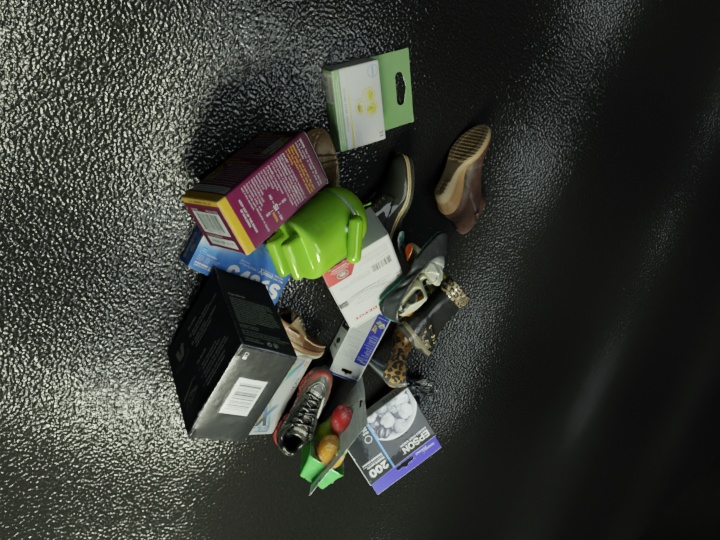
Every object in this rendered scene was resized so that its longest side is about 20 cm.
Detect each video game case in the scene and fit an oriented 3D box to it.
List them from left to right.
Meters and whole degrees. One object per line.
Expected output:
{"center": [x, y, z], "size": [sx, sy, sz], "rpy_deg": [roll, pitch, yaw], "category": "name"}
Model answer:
{"center": [-0.188, 0.239, 1.254], "size": [0.186, 0.022, 0.199], "rpy_deg": [-62, 153, 2], "category": "video game case"}

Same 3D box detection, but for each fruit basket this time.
{"center": [-0.044, 0.345, 1.332], "size": [0.093, 0.186, 0.201], "rpy_deg": [39, 102, -15], "category": "fruit basket"}

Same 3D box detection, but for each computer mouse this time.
{"center": [0.102, 0.346, 1.536], "size": [0.135, 0.053, 0.206], "rpy_deg": [11, 97, -21], "category": "computer mouse"}

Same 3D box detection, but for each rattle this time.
{"center": [0.091, 0.011, 1.343], "size": [0.140, 0.134, 0.199], "rpy_deg": [-27, 163, 21], "category": "rattle"}

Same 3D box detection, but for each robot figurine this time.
{"center": [-0.067, -0.067, 1.096], "size": [0.199, 0.172, 0.118], "rpy_deg": [-40, 120, -34], "category": "robot figurine"}

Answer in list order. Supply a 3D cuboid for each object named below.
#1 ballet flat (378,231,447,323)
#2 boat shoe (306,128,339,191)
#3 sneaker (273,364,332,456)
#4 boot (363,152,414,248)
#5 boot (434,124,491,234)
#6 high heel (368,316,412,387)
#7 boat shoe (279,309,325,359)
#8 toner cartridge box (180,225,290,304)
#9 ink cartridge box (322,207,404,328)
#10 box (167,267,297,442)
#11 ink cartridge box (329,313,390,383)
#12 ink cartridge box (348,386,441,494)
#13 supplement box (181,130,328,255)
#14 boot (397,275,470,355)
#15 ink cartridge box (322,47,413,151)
{"center": [0.117, 0.021, 1.235], "size": [0.072, 0.073, 0.201], "rpy_deg": [33, 100, -39], "category": "ballet flat"}
{"center": [-0.073, -0.165, 1.193], "size": [0.071, 0.063, 0.206], "rpy_deg": [-7, 114, -4], "category": "boat shoe"}
{"center": [-0.113, 0.295, 1.316], "size": [0.070, 0.098, 0.204], "rpy_deg": [29, 97, -14], "category": "sneaker"}
{"center": [0.025, -0.135, 1.263], "size": [0.135, 0.077, 0.206], "rpy_deg": [2, 107, -31], "category": "boot"}
{"center": [0.242, -0.198, 1.407], "size": [0.203, 0.072, 0.166], "rpy_deg": [-56, 142, -4], "category": "boot"}
{"center": [0.116, 0.177, 1.415], "size": [0.198, 0.142, 0.073], "rpy_deg": [-35, 127, -18], "category": "high heel"}
{"center": [-0.139, 0.117, 1.252], "size": [0.198, 0.075, 0.073], "rpy_deg": [28, 91, -42], "category": "boat shoe"}
{"center": [-0.216, -0.018, 1.156], "size": [0.197, 0.043, 0.097], "rpy_deg": [27, 91, -40], "category": "toner cartridge box"}
{"center": [0.000, 0.000, 1.244], "size": [0.144, 0.084, 0.202], "rpy_deg": [-30, 142, -5], "category": "ink cartridge box"}
{"center": [-0.225, 0.144, 1.092], "size": [0.115, 0.201, 0.199], "rpy_deg": [18, 116, -38], "category": "box"}
{"center": [0.000, 0.136, 1.383], "size": [0.098, 0.039, 0.204], "rpy_deg": [27, 91, -40], "category": "ink cartridge box"}
{"center": [0.074, 0.400, 1.486], "size": [0.196, 0.043, 0.203], "rpy_deg": [-34, 107, -5], "category": "ink cartridge box"}
{"center": [-0.172, -0.133, 1.052], "size": [0.200, 0.129, 0.105], "rpy_deg": [-45, 123, -25], "category": "supplement box"}
{"center": [0.158, 0.094, 1.319], "size": [0.151, 0.073, 0.200], "rpy_deg": [-46, 157, 3], "category": "boot"}
{"center": [0.028, -0.323, 1.198], "size": [0.196, 0.048, 0.150], "rpy_deg": [-21, 120, -24], "category": "ink cartridge box"}
